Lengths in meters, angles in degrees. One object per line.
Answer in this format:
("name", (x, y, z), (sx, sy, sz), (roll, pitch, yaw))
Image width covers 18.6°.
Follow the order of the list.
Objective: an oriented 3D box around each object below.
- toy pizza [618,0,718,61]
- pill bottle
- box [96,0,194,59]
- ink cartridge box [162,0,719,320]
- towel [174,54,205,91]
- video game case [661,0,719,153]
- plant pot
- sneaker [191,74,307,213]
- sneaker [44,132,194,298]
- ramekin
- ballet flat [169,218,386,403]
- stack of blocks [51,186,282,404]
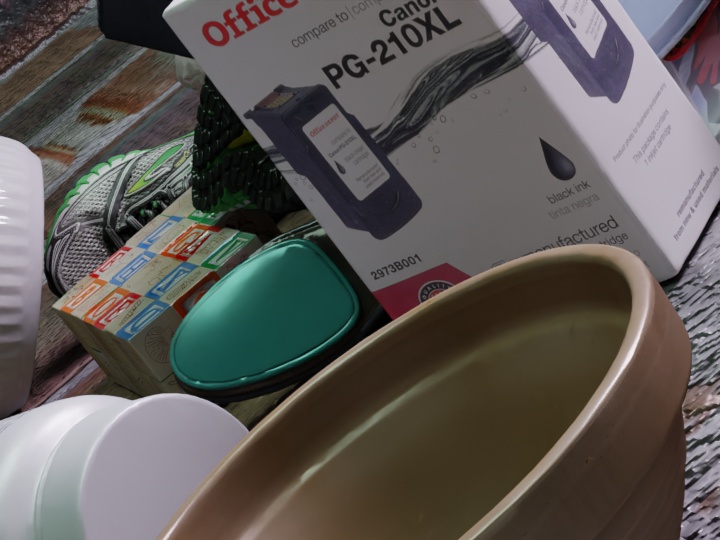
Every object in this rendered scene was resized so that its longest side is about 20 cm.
("toy pizza", (0.141, -0.168, 0.993), (0.200, 0.032, 0.200), (-51, 27, 39))
("pill bottle", (-0.127, 0.114, 0.903), (0.200, 0.113, 0.113), (-20, 23, 49))
("box", (-0.007, -0.199, 1.068), (0.124, 0.199, 0.197), (99, -176, -61))
("ink cartridge box", (0.036, -0.075, 0.917), (0.145, 0.200, 0.084), (-24, 21, 42))
("towel", (-0.032, -0.194, 1.211), (0.132, 0.034, 0.201), (8, 86, 39))
("video game case", (0.183, -0.170, 0.975), (0.182, 0.023, 0.200), (-55, 27, 23))
("plant pot", (0.029, 0.089, 0.667), (0.201, 0.093, 0.201), (-36, 15, 11))
("sneaker", (-0.033, -0.060, 1.141), (0.085, 0.078, 0.200), (5, 8, -25))
("sneaker", (-0.114, -0.046, 1.369), (0.200, 0.078, 0.085), (-35, 16, 6))
("ramekin", (-0.257, 0.004, 1.371), (0.105, 0.201, 0.200), (4, 8, -14))
("ballet flat", (0.000, 0.000, 1.050), (0.200, 0.073, 0.073), (-39, 15, 8))
("stack of blocks", (-0.090, 0.013, 1.208), (0.115, 0.059, 0.200), (-41, 16, -12))
